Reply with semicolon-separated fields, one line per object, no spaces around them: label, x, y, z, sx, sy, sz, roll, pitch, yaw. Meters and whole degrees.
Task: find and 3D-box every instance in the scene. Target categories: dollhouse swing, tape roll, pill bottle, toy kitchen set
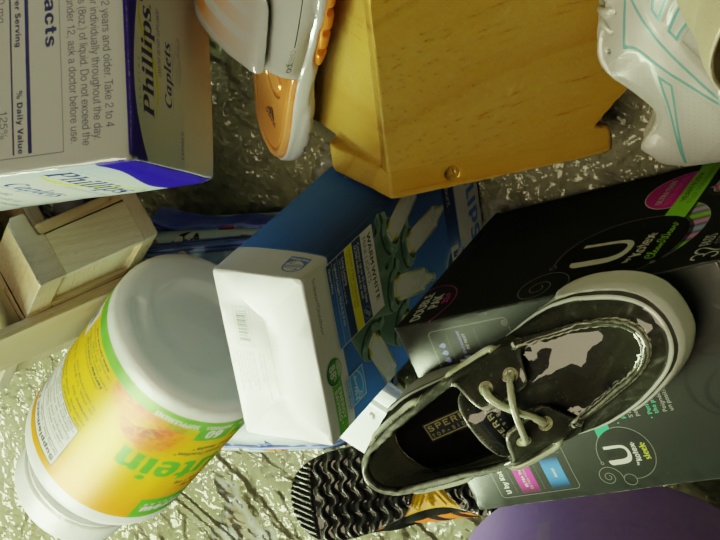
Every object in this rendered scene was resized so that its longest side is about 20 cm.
dollhouse swing;0.032;-0.172;1.003;0.181;0.176;0.201;-12;117;-9
tape roll;0.153;0.225;1.090;0.199;0.085;0.201;5;132;6
pill bottle;-0.140;0.088;1.113;0.111;0.111;0.200;44;132;2
toy kitchen set;-0.254;-0.024;1.109;0.181;0.163;0.200;59;152;9

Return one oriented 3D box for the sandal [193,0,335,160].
sandal;-0.057;-0.129;0.969;0.207;0.059;0.079;96;150;-49

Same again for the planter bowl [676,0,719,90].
planter bowl;0.211;-0.189;0.797;0.200;0.200;0.135;-44;64;41

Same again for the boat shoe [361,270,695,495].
boat shoe;0.080;0.066;0.899;0.200;0.064;0.071;-33;95;40

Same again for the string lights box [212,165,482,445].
string lights box;0.000;0.000;1.016;0.059;0.200;0.103;6;121;29

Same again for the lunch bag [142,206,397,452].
lunch bag;-0.080;0.036;1.172;0.199;0.076;0.161;-3;113;32

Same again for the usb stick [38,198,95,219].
usb stick;-0.200;-0.045;1.222;0.055;0.033;0.201;25;128;20

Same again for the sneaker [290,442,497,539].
sneaker;0.059;0.127;1.150;0.199;0.090;0.070;-10;88;10

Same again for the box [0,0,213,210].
box;-0.190;-0.130;0.982;0.199;0.105;0.185;-6;83;21

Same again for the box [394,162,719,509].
box;0.149;0.032;0.976;0.199;0.149;0.125;-14;110;37

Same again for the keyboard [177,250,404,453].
keyboard;-0.039;0.060;1.111;0.200;0.011;0.056;32;130;14

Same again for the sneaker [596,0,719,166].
sneaker;0.149;-0.138;0.912;0.080;0.070;0.201;-16;112;23
